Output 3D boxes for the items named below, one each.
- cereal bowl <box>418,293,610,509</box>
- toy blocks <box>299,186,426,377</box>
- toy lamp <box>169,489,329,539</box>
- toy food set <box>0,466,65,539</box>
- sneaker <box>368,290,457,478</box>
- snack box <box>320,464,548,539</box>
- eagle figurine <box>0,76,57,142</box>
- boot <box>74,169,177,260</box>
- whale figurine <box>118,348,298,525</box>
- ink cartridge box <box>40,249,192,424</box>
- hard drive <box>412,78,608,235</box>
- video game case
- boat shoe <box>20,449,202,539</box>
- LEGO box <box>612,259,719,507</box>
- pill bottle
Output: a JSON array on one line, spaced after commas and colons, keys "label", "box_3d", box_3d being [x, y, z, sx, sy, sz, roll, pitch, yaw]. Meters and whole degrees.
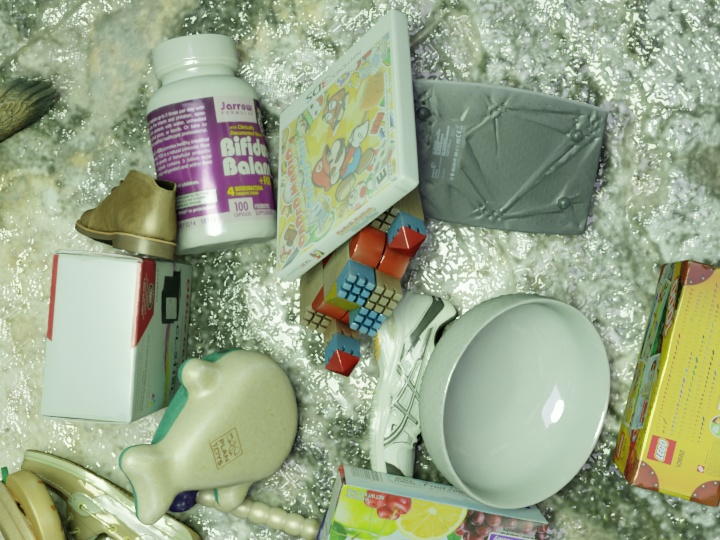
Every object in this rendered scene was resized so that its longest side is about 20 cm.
[{"label": "cereal bowl", "box_3d": [0.133, 0.115, 0.998, 0.199, 0.083, 0.201, -6, 101, -30]}, {"label": "toy blocks", "box_3d": [0.000, 0.000, 0.975, 0.100, 0.137, 0.200, 22, 119, -17]}, {"label": "toy lamp", "box_3d": [-0.087, 0.243, 1.061, 0.199, 0.058, 0.058, 18, 91, 7]}, {"label": "toy food set", "box_3d": [-0.298, 0.280, 1.026, 0.049, 0.198, 0.201, -28, 94, -24]}, {"label": "sneaker", "box_3d": [0.056, 0.121, 1.036, 0.087, 0.076, 0.201, 3, 90, 7]}, {"label": "snack box", "box_3d": [0.061, 0.274, 1.010, 0.199, 0.053, 0.143, 12, 102, -8]}, {"label": "eagle figurine", "box_3d": [-0.419, -0.138, 1.059, 0.199, 0.151, 0.152, 12, 79, 14]}, {"label": "boot", "box_3d": [-0.219, -0.055, 1.027, 0.073, 0.200, 0.076, 11, 89, -31]}, {"label": "whale figurine", "box_3d": [-0.152, 0.154, 1.012, 0.103, 0.200, 0.160, 6, 119, 42]}, {"label": "ink cartridge box", "box_3d": [-0.222, 0.058, 1.009, 0.082, 0.200, 0.147, 4, 90, 4]}, {"label": "hard drive", "box_3d": [0.126, -0.110, 1.029, 0.199, 0.042, 0.136, 8, 103, -1]}, {"label": "video game case", "box_3d": [-0.017, -0.114, 0.978, 0.182, 0.023, 0.201, -36, 43, 40]}, {"label": "boat shoe", "box_3d": [-0.258, 0.245, 1.066, 0.199, 0.074, 0.067, 26, 71, 7]}, {"label": "LEGO box", "box_3d": [0.297, 0.097, 0.972, 0.077, 0.149, 0.201, 15, 90, 7]}, {"label": "pill bottle", "box_3d": [-0.148, -0.122, 1.047, 0.112, 0.112, 0.201, -10, 88, 6]}]
